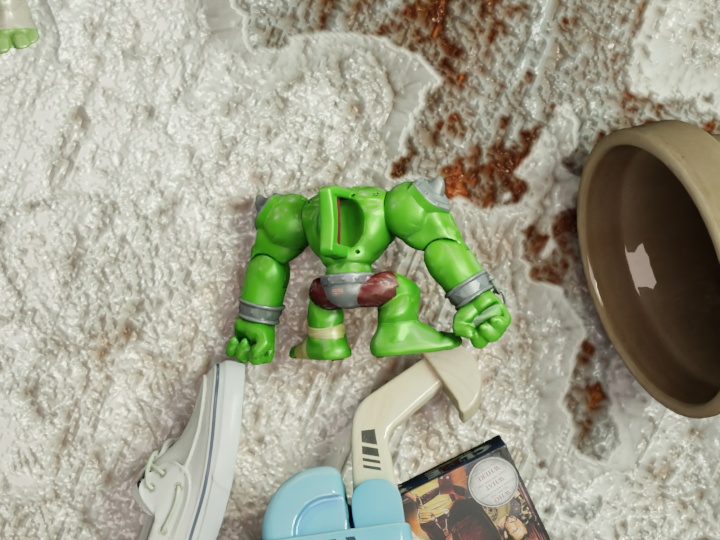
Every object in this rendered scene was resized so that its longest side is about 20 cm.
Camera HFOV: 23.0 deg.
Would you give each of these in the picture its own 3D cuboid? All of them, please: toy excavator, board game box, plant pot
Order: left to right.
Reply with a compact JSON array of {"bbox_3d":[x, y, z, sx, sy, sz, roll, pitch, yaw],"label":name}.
[{"bbox_3d":[-0.001,0.156,1.223,0.194,0.100,0.201,-9,72,1],"label":"toy excavator"},{"bbox_3d":[0.042,0.225,1.287,0.199,0.035,0.136,-26,99,0],"label":"board game box"},{"bbox_3d":[0.269,-0.021,1.211,0.174,0.200,0.201,-18,99,-20],"label":"plant pot"}]

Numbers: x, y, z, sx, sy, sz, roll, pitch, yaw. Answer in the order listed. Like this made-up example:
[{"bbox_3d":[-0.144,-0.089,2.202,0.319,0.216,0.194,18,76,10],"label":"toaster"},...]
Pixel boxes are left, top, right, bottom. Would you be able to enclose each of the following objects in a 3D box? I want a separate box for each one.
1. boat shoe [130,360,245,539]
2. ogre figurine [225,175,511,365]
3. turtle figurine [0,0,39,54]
[{"bbox_3d":[-0.128,0.158,1.245,0.066,0.074,0.201,11,98,-7],"label":"boat shoe"},{"bbox_3d":[0.000,0.000,1.219,0.199,0.098,0.121,-3,94,41],"label":"ogre figurine"},{"bbox_3d":[-0.270,-0.224,1.137,0.144,0.200,0.195,-32,126,-37],"label":"turtle figurine"}]
